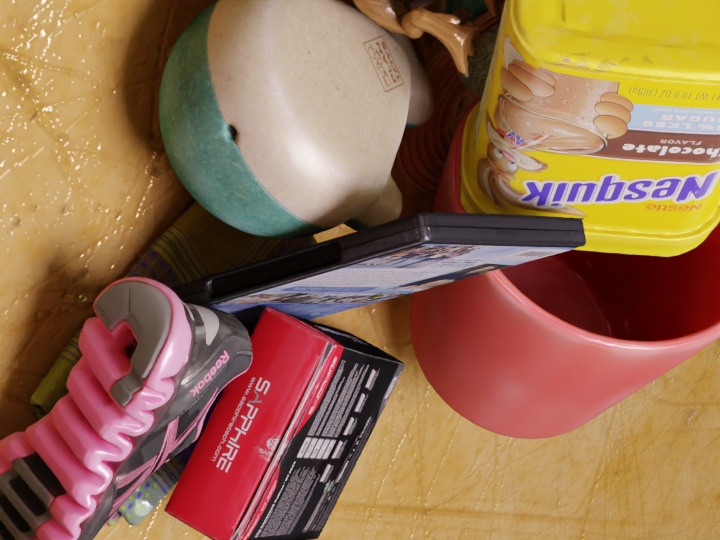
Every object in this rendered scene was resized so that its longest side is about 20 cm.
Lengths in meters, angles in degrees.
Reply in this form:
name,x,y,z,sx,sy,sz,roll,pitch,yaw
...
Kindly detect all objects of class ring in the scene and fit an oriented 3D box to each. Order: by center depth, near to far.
name,x,y,z,sx,sy,sz,roll,pitch,yaw
ring,0.109,-0.113,1.277,0.199,0.019,0.201,-20,149,-12

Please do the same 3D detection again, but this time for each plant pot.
name,x,y,z,sx,sy,sz,roll,pitch,yaw
plant pot,0.121,0.002,1.274,0.200,0.201,0.178,-36,166,-32

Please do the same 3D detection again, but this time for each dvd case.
name,x,y,z,sx,sy,sz,roll,pitch,yaw
dvd case,0.000,0.000,1.117,0.142,0.199,0.018,1,77,-51

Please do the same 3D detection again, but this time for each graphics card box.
name,x,y,z,sx,sy,sz,roll,pitch,yaw
graphics card box,-0.038,0.092,1.212,0.126,0.051,0.200,-64,166,1

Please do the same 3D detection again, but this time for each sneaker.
name,x,y,z,sx,sy,sz,roll,pitch,yaw
sneaker,-0.125,0.091,1.104,0.095,0.079,0.200,6,129,-51

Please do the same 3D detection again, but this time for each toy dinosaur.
name,x,y,z,sx,sy,sz,roll,pitch,yaw
toy dinosaur,0.013,-0.143,1.067,0.200,0.106,0.061,13,96,-69

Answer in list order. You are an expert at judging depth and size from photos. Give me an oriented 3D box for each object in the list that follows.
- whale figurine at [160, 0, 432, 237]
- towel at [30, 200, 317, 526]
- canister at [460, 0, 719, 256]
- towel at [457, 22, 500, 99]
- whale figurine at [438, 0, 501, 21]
name,x,y,z,sx,sy,sz,roll,pitch,yaw
whale figurine,-0.033,-0.088,1.121,0.160,0.103,0.200,64,28,-5
towel,-0.094,0.039,1.191,0.200,0.023,0.144,-48,142,-20
canister,0.133,-0.088,1.087,0.200,0.147,0.087,98,-2,-67
towel,0.166,-0.138,1.178,0.199,0.148,0.037,-7,76,-22
whale figurine,0.129,-0.207,1.241,0.200,0.103,0.160,-34,135,-32
